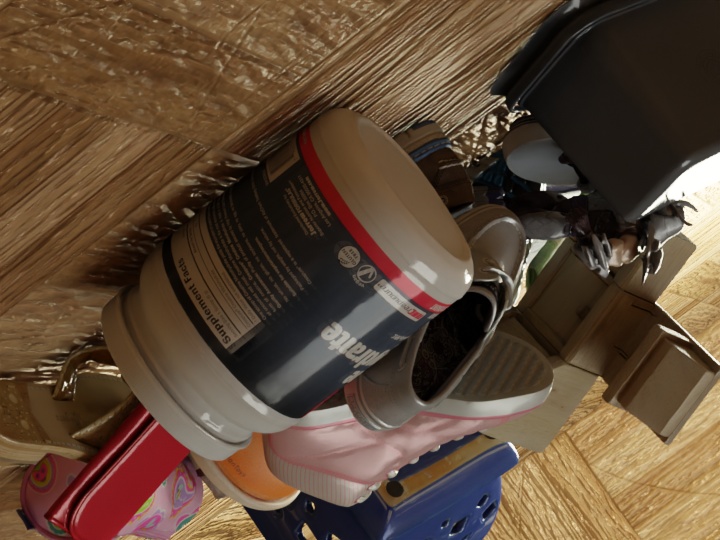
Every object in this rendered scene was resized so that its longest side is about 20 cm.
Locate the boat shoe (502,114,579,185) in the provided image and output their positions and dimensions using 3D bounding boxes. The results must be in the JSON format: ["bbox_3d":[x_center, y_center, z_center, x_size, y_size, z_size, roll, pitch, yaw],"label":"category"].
[{"bbox_3d":[0.182,-0.109,1.630,0.200,0.066,0.070,-2,155,-34],"label":"boat shoe"}]

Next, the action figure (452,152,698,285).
[{"bbox_3d":[0.138,-0.040,1.528,0.199,0.070,0.130,0,-157,4],"label":"action figure"}]

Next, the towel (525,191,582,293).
[{"bbox_3d":[0.189,-0.034,1.768,0.200,0.023,0.153,-54,156,-26],"label":"towel"}]

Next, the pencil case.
[{"bbox_3d":[-0.191,0.173,1.684,0.087,0.088,0.200,-37,169,9],"label":"pencil case"}]

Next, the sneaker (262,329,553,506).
[{"bbox_3d":[0.026,0.099,1.455,0.200,0.075,0.105,-6,134,-14],"label":"sneaker"}]

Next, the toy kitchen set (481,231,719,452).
[{"bbox_3d":[0.141,0.041,1.573,0.180,0.163,0.200,22,109,-45],"label":"toy kitchen set"}]

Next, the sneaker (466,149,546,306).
[{"bbox_3d":[0.100,-0.013,1.693,0.087,0.075,0.200,-23,141,-55],"label":"sneaker"}]

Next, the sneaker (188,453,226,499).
[{"bbox_3d":[-0.068,0.135,1.805,0.200,0.090,0.075,-13,169,-45],"label":"sneaker"}]

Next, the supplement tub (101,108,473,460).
[{"bbox_3d":[-0.044,0.010,1.328,0.200,0.140,0.140,-38,167,14],"label":"supplement tub"}]

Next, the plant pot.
[{"bbox_3d":[0.015,0.171,1.972,0.200,0.200,0.180,-26,158,-31],"label":"plant pot"}]

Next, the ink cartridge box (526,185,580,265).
[{"bbox_3d":[0.146,-0.056,1.800,0.200,0.041,0.199,-42,165,28],"label":"ink cartridge box"}]

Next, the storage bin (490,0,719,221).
[{"bbox_3d":[0.208,-0.120,1.508,0.200,0.134,0.146,-23,163,-40],"label":"storage bin"}]

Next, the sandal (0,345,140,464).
[{"bbox_3d":[-0.172,0.083,1.429,0.070,0.078,0.212,-41,160,23],"label":"sandal"}]

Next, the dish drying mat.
[{"bbox_3d":[-0.125,0.102,1.444,0.200,0.018,0.077,-49,150,-6],"label":"dish drying mat"}]

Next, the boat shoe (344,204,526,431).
[{"bbox_3d":[0.063,0.024,1.396,0.068,0.072,0.200,-16,-158,47],"label":"boat shoe"}]

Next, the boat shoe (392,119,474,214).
[{"bbox_3d":[-0.012,-0.016,1.470,0.200,0.072,0.072,-38,167,15],"label":"boat shoe"}]

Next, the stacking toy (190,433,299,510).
[{"bbox_3d":[-0.020,0.072,1.523,0.200,0.146,0.146,-26,173,28],"label":"stacking toy"}]
